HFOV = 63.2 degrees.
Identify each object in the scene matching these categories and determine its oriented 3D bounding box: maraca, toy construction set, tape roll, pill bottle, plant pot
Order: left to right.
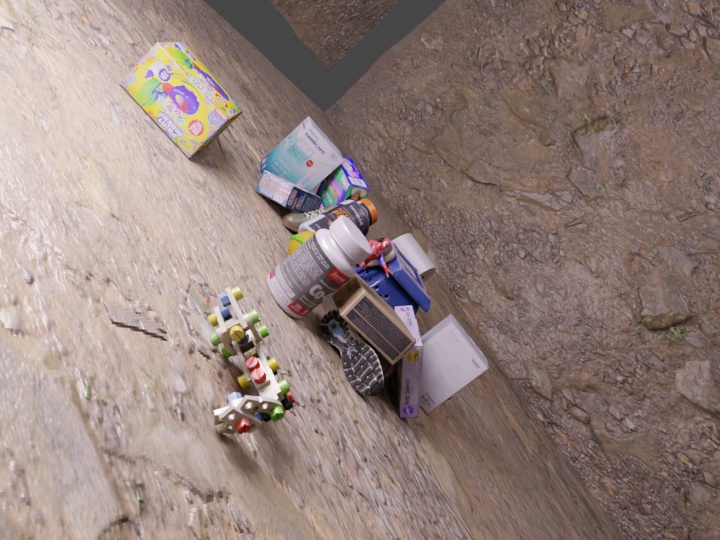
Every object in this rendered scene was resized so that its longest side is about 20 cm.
[{"bbox_3d":[-0.148,0.132,0.785,0.132,0.091,0.202,74,0,-48],"label":"toy construction set"},{"bbox_3d":[-0.108,-0.026,1.348,0.137,0.107,0.200,42,-12,4],"label":"maraca"},{"bbox_3d":[-0.080,-0.008,1.161,0.114,0.199,0.114,47,13,-15],"label":"pill bottle"},{"bbox_3d":[-0.051,-0.110,1.474,0.106,0.199,0.107,38,-34,32],"label":"pill bottle"},{"bbox_3d":[0.066,0.047,1.574,0.200,0.179,0.201,46,15,-31],"label":"plant pot"},{"bbox_3d":[0.124,-0.002,1.873,0.140,0.202,0.202,53,13,13],"label":"tape roll"}]

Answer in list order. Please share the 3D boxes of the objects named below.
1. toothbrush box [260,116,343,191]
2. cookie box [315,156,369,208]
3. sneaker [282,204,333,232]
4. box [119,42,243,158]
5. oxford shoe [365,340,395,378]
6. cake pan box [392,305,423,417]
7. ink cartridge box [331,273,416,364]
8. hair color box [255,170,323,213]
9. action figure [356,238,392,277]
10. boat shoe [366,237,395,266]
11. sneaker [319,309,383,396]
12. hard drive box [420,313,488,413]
[{"bbox_3d":[-0.170,-0.314,1.685,0.146,0.199,0.086,45,14,-29],"label":"toothbrush box"},{"bbox_3d":[-0.068,-0.214,1.759,0.074,0.202,0.172,8,36,-30],"label":"cookie box"},{"bbox_3d":[-0.104,-0.140,1.545,0.198,0.091,0.067,14,28,-34],"label":"sneaker"},{"bbox_3d":[-0.382,-0.376,1.280,0.200,0.121,0.193,48,14,-17],"label":"box"},{"bbox_3d":[0.029,0.161,1.392,0.074,0.071,0.201,35,19,-34],"label":"oxford shoe"},{"bbox_3d":[0.106,0.204,1.354,0.201,0.051,0.187,-96,-172,-65],"label":"cake pan box"},{"bbox_3d":[0.020,0.092,1.259,0.165,0.075,0.200,45,3,-18],"label":"ink cartridge box"},{"bbox_3d":[-0.186,-0.202,1.563,0.099,0.061,0.200,28,6,17],"label":"hair color box"},{"bbox_3d":[0.000,0.000,1.426,0.065,0.199,0.100,40,18,-37],"label":"action figure"},{"bbox_3d":[-0.009,-0.041,1.507,0.072,0.197,0.065,-70,142,-53],"label":"boat shoe"},{"bbox_3d":[-0.004,0.171,1.230,0.201,0.078,0.090,58,11,25],"label":"sneaker"},{"bbox_3d":[0.202,0.238,1.494,0.157,0.199,0.077,51,13,-1],"label":"hard drive box"}]
